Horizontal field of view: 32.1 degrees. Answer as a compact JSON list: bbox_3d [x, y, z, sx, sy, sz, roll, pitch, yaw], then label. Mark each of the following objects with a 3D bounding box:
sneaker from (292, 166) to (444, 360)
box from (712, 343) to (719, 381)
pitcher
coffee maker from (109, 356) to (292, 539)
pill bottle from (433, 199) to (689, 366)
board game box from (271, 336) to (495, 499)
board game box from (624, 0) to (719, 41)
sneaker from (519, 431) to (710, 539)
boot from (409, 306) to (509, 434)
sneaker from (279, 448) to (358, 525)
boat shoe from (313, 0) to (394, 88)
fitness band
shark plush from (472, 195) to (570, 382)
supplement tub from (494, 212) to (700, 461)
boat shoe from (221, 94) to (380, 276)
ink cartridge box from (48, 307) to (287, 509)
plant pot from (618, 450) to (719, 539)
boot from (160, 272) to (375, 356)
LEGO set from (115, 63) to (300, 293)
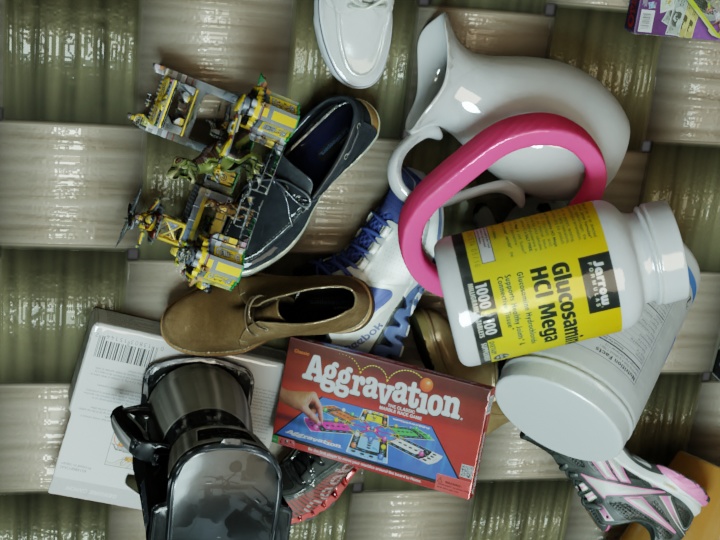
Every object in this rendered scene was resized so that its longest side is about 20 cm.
[{"bbox_3d":[0.000,0.001,1.174,0.114,0.081,0.201,10,109,-20],"label":"sneaker"},{"bbox_3d":[0.434,0.075,1.251,0.049,0.200,0.161,6,109,-15],"label":"box"},{"bbox_3d":[0.131,-0.117,1.136,0.198,0.121,0.173,21,89,-15],"label":"pitcher"},{"bbox_3d":[-0.130,0.198,1.100,0.134,0.200,0.194,-18,112,-7],"label":"coffee maker"},{"bbox_3d":[0.168,0.005,1.055,0.198,0.113,0.113,-14,114,5],"label":"pill bottle"},{"bbox_3d":[0.018,0.133,1.152,0.198,0.019,0.104,13,96,19],"label":"board game box"},{"bbox_3d":[0.322,-0.317,1.165,0.119,0.032,0.202,4,110,-12],"label":"board game box"},{"bbox_3d":[0.248,0.216,1.267,0.199,0.080,0.087,27,84,13],"label":"sneaker"},{"bbox_3d":[0.162,0.069,1.257,0.199,0.066,0.176,-27,122,-5],"label":"boot"},{"bbox_3d":[-0.029,0.171,1.225,0.200,0.071,0.098,-36,141,-1],"label":"sneaker"},{"bbox_3d":[-0.003,-0.253,1.083,0.073,0.065,0.202,-9,112,-11],"label":"boat shoe"},{"bbox_3d":[0.124,-0.052,1.098,0.200,0.038,0.143,-40,125,22],"label":"fitness band"},{"bbox_3d":[0.164,0.018,1.195,0.083,0.090,0.202,20,66,-44],"label":"shark plush"},{"bbox_3d":[0.221,0.058,1.158,0.132,0.131,0.201,45,61,-25],"label":"supplement tub"},{"bbox_3d":[-0.062,-0.080,1.123,0.075,0.062,0.200,44,92,18],"label":"boat shoe"},{"bbox_3d":[-0.182,0.143,1.200,0.198,0.045,0.178,15,105,-19],"label":"ink cartridge box"},{"bbox_3d":[0.364,0.302,1.339,0.199,0.200,0.185,24,87,-22],"label":"plant pot"},{"bbox_3d":[-0.091,0.034,1.114,0.198,0.075,0.074,-8,85,10],"label":"boot"},{"bbox_3d":[-0.146,-0.088,1.064,0.115,0.154,0.201,19,103,-24],"label":"LEGO set"}]
